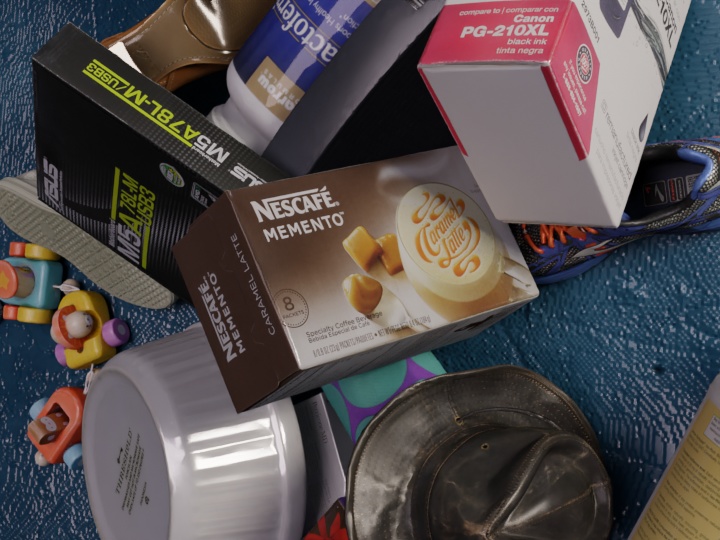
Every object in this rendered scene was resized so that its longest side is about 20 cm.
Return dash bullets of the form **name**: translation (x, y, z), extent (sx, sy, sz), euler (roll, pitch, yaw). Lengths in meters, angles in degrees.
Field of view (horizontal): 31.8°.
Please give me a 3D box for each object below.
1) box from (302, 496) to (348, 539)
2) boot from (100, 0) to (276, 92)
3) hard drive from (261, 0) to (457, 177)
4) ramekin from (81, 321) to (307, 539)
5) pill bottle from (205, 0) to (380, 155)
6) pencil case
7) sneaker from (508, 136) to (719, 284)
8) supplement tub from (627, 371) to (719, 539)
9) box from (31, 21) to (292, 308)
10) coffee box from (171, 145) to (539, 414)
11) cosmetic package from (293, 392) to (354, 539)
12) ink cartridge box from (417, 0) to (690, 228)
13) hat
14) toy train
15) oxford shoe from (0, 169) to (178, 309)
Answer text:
- **box**: translation (-0.021, 0.264, 0.848), extent (0.137, 0.039, 0.200), euler (53, 122, 28)
- **boot**: translation (-0.154, -0.171, 1.011), extent (0.077, 0.200, 0.155), euler (56, 161, -14)
- **hard drive**: translation (0.038, -0.118, 0.855), extent (0.200, 0.135, 0.042), euler (-48, 50, 17)
- **ramekin**: translation (-0.128, 0.140, 0.915), extent (0.202, 0.094, 0.203), euler (14, 107, 54)
- **pill bottle**: translation (-0.024, -0.145, 0.909), extent (0.200, 0.116, 0.116), euler (-50, 64, 18)
- **pencil case**: translation (0.013, 0.074, 0.874), extent (0.085, 0.092, 0.200), euler (-29, 58, -7)
- **sneaker**: translation (0.154, -0.045, 0.814), extent (0.200, 0.078, 0.075), euler (-21, 74, 28)
- **supplement tub**: translation (0.239, 0.140, 0.707), extent (0.145, 0.145, 0.200), euler (32, 102, 29)
- **box**: translation (-0.146, -0.057, 0.908), extent (0.193, 0.200, 0.048), euler (33, 63, 3)
- **coffee box**: translation (0.000, 0.000, 0.785), extent (0.080, 0.200, 0.114), euler (-37, 72, 49)
- **cosmetic package**: translation (-0.017, 0.195, 0.911), extent (0.083, 0.051, 0.200), euler (-26, 72, 32)
- **ink cartridge box**: translation (0.125, -0.148, 0.757), extent (0.084, 0.145, 0.200), euler (4, 57, 31)
- **hat**: translation (0.094, 0.147, 0.757), extent (0.081, 0.200, 0.201), euler (-14, 77, 60)
- **toy train**: translation (-0.279, 0.066, 1.080), extent (0.150, 0.056, 0.200), euler (-49, 64, 18)
- **oxford shoe**: translation (-0.221, -0.034, 1.052), extent (0.200, 0.058, 0.075), euler (29, 136, 26)
